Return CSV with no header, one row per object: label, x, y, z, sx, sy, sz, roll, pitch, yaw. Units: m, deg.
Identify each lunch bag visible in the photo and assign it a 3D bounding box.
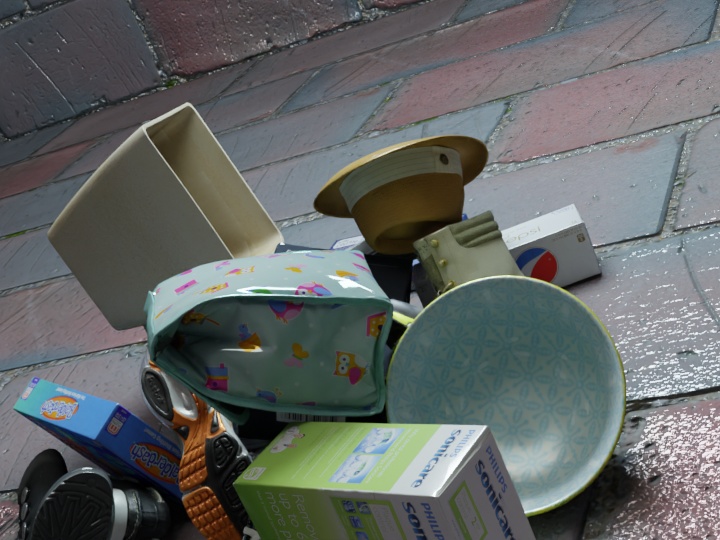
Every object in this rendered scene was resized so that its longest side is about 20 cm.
lunch bag,-0.084,0.050,1.002,0.200,0.122,0.170,0,15,-10

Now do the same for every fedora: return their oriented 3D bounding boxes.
fedora,0.052,-0.069,1.232,0.200,0.082,0.201,-17,-15,-5

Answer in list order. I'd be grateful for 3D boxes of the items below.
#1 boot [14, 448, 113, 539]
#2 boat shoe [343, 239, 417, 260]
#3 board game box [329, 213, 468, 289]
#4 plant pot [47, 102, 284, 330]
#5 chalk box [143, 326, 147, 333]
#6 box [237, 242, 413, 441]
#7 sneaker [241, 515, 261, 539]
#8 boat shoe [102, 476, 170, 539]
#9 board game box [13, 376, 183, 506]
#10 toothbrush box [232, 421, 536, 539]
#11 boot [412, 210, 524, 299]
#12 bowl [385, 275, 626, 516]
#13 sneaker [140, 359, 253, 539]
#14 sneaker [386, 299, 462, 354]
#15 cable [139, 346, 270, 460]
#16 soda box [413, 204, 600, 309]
boot,-0.299,0.232,1.175,0.165,0.066,0.200,-64,18,9
boat shoe,0.000,0.000,1.331,0.200,0.057,0.069,-31,3,-9
board game box,0.034,-0.013,1.534,0.200,0.035,0.135,-11,25,30
plant pot,-0.229,-0.047,1.330,0.177,0.200,0.200,-31,10,14
chalk box,-0.182,0.063,1.462,0.124,0.125,0.200,-13,23,26
box,-0.033,0.076,1.194,0.148,0.107,0.200,7,36,6
sneaker,-0.078,0.238,0.995,0.071,0.080,0.200,-7,27,37
boat shoe,-0.246,0.245,1.190,0.060,0.076,0.200,9,-3,-25
board game box,-0.253,0.179,1.221,0.200,0.152,0.045,5,59,52
toothbrush box,0.023,0.197,0.897,0.200,0.146,0.086,-5,27,39
boot,0.088,0.041,1.172,0.200,0.155,0.072,-29,-4,-22
bowl,0.129,0.115,1.004,0.200,0.200,0.108,-20,-22,10
sneaker,-0.141,0.172,1.136,0.076,0.200,0.092,-24,-18,2
sneaker,0.110,0.056,1.106,0.074,0.200,0.081,124,159,-61
cable,-0.141,0.108,1.285,0.200,0.069,0.200,27,42,24
soda box,0.163,-0.002,1.328,0.200,0.068,0.064,-21,21,10
